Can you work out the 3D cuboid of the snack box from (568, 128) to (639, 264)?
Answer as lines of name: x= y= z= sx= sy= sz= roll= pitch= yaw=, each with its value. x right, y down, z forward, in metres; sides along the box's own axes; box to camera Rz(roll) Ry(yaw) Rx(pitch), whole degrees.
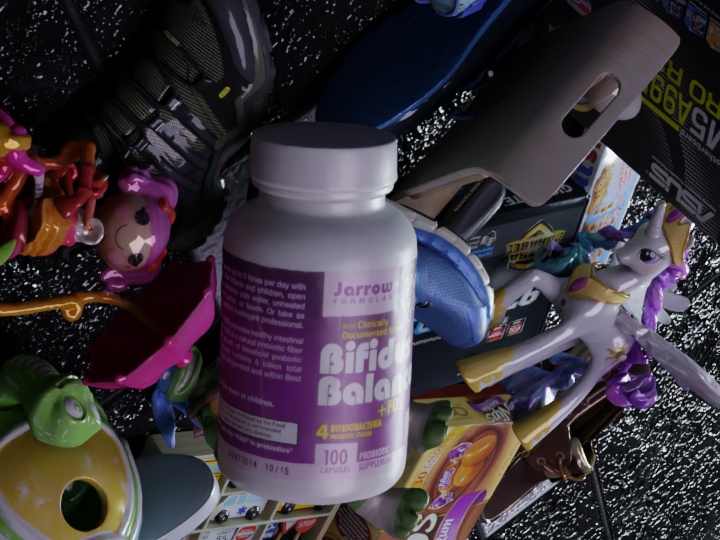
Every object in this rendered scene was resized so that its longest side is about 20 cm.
snack box: x=0.179 y=-0.065 z=1.393 sx=0.072 sy=0.024 sz=0.201 roll=-26 pitch=142 yaw=-43

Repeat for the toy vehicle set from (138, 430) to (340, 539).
toy vehicle set: x=-0.092 y=0.170 z=1.373 sx=0.199 sy=0.027 sz=0.125 roll=-1 pitch=127 yaw=-44

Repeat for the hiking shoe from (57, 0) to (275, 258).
hiking shoe: x=-0.114 y=-0.084 z=1.055 sx=0.100 sy=0.076 sz=0.201 roll=-16 pitch=137 yaw=-37

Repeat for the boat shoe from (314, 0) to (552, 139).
boat shoe: x=0.062 y=-0.134 z=1.172 sx=0.200 sy=0.084 sz=0.069 roll=-39 pitch=145 yaw=-3

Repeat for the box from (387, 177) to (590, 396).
box: x=0.060 y=0.013 z=1.346 sx=0.199 sy=0.046 sz=0.160 roll=-13 pitch=133 yaw=-36

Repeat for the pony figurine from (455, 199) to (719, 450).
pony figurine: x=0.180 y=0.043 z=1.351 sx=0.199 sy=0.167 sz=0.193 roll=-33 pitch=139 yaw=8

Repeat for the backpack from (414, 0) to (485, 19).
backpack: x=0.088 y=-0.255 z=1.033 sx=0.199 sy=0.135 sz=0.183 roll=-26 pitch=142 yaw=-27

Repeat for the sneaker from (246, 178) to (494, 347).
sneaker: x=0.000 y=0.000 z=1.175 sx=0.199 sy=0.078 sz=0.090 roll=34 pitch=61 yaw=-27

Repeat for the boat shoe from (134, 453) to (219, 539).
boat shoe: x=-0.178 y=0.196 z=1.263 sx=0.199 sy=0.074 sz=0.068 roll=-33 pitch=140 yaw=-5

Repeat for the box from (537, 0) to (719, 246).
box: x=0.193 y=-0.138 z=1.193 sx=0.044 sy=0.200 sz=0.161 roll=-22 pitch=140 yaw=-26

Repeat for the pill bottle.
pill bottle: x=-0.024 y=0.021 z=1.065 sx=0.112 sy=0.112 sz=0.202 roll=-10 pitch=109 yaw=-38

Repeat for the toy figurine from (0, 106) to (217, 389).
toy figurine: x=-0.162 y=-0.009 z=1.011 sx=0.183 sy=0.150 sz=0.202 roll=5 pitch=98 yaw=-33

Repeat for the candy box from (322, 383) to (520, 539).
candy box: x=0.042 y=0.183 z=1.494 sx=0.116 sy=0.056 sz=0.201 roll=1 pitch=124 yaw=-45

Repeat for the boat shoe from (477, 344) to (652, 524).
boat shoe: x=0.164 y=0.142 z=1.555 sx=0.200 sy=0.072 sz=0.072 roll=-48 pitch=144 yaw=5

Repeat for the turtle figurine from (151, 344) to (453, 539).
turtle figurine: x=-0.029 y=0.082 z=1.210 sx=0.193 sy=0.144 sz=0.201 roll=27 pitch=120 yaw=-16

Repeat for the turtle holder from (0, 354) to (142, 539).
turtle holder: x=-0.190 y=0.137 z=1.156 sx=0.140 sy=0.132 sz=0.186 roll=14 pitch=116 yaw=-49

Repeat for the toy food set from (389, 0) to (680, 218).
toy food set: x=0.106 y=-0.085 z=1.176 sx=0.144 sy=0.060 sz=0.200 roll=-49 pitch=-169 yaw=-16

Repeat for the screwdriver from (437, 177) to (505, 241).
screwdriver: x=0.116 y=-0.088 z=1.282 sx=0.028 sy=0.029 sz=0.200 roll=46 pitch=72 yaw=-15
